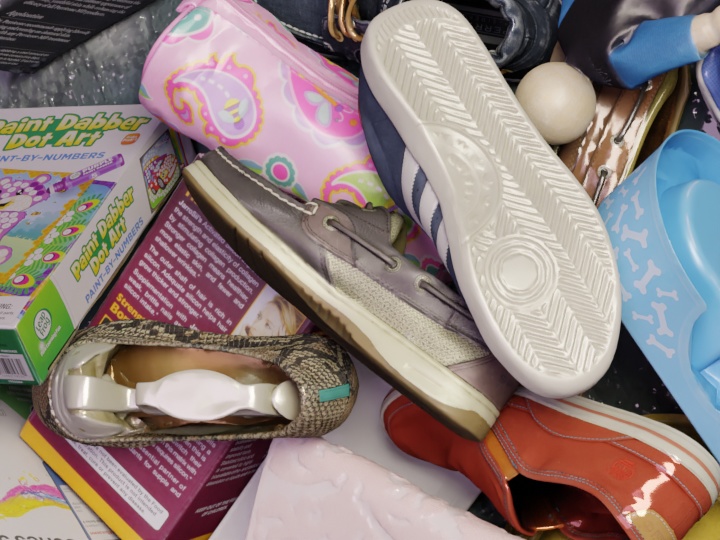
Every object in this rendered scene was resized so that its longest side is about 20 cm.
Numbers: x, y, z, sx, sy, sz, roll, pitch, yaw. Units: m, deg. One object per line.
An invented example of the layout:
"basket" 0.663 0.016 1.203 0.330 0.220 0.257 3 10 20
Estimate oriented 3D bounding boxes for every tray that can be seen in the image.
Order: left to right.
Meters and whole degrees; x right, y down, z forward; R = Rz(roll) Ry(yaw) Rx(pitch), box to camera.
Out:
"tray" -0.012 0.139 1.032 0.107 0.022 0.200 39 108 12

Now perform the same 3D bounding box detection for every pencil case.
"pencil case" -0.016 -0.070 0.968 0.199 0.087 0.088 33 106 5

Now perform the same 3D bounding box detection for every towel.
"towel" 0.016 0.201 0.946 0.199 0.032 0.192 23 107 31

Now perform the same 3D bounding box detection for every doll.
"doll" 0.149 -0.137 0.883 0.200 0.048 0.137 -43 34 4

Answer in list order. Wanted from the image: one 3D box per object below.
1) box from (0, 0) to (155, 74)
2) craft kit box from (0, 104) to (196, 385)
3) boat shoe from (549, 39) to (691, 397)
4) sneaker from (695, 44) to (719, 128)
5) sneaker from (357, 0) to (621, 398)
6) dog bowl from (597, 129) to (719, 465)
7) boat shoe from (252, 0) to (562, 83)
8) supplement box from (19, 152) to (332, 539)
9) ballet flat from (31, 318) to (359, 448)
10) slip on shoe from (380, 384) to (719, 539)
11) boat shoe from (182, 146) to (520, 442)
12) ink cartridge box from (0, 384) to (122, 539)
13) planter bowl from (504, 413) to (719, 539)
"box" -0.175 -0.243 1.042 0.196 0.124 0.201 -25 82 23
"craft kit box" -0.219 -0.019 1.042 0.199 0.198 0.049 0 127 25
"boat shoe" 0.119 -0.019 0.937 0.068 0.072 0.201 11 97 26
"sneaker" 0.229 -0.038 0.874 0.200 0.088 0.075 43 107 16
"sneaker" 0.057 -0.026 0.875 0.075 0.085 0.201 -18 72 -15
"dog bowl" 0.180 0.032 0.876 0.049 0.111 0.200 -30 99 37
"boat shoe" 0.009 -0.141 0.973 0.199 0.091 0.071 12 98 25
"supplement box" -0.082 0.046 1.029 0.110 0.086 0.200 41 109 18
"ballet flat" -0.101 0.059 0.949 0.199 0.075 0.068 -2 93 26
"slip on shoe" 0.080 0.095 0.912 0.199 0.074 0.061 13 59 43
"boat shoe" 0.000 0.000 0.912 0.201 0.072 0.066 40 81 18
"ink cartridge box" -0.194 0.153 1.029 0.088 0.145 0.200 -50 55 19
"planter bowl" 0.145 0.175 0.928 0.199 0.083 0.202 1 93 25
